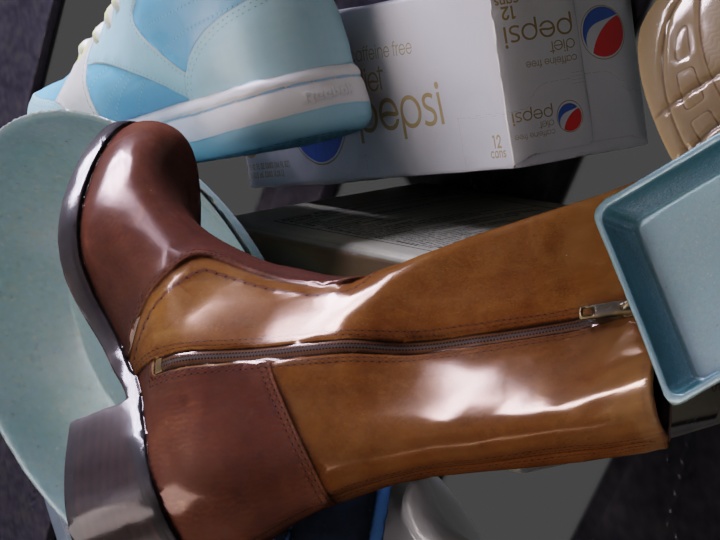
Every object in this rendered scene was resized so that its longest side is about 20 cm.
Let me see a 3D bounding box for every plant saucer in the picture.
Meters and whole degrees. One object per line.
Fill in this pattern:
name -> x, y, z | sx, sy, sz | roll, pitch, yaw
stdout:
plant saucer -> 0.161, -0.035, 0.758 | 0.200, 0.019, 0.070 | -32, 63, 27
plant saucer -> -0.081, 0.028, 1.028 | 0.201, 0.039, 0.201 | 23, 126, 36

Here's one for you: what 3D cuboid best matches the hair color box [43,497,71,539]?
hair color box -> -0.065, 0.065, 1.180 | 0.200, 0.099, 0.061 | -42, 63, 55

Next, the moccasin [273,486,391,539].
moccasin -> -0.032, 0.109, 0.892 | 0.081, 0.068, 0.200 | 111, 172, -64

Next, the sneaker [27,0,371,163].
sneaker -> -0.075, -0.107, 1.041 | 0.200, 0.079, 0.131 | -5, 97, 50

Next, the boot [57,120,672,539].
boot -> 0.000, 0.000, 0.866 | 0.189, 0.200, 0.069 | -91, -23, -46

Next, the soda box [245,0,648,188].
soda box -> 0.024, -0.072, 1.022 | 0.200, 0.064, 0.068 | -1, 99, 60

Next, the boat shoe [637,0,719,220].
boat shoe -> 0.157, -0.016, 0.815 | 0.200, 0.072, 0.065 | 51, -176, 34

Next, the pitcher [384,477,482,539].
pitcher -> 0.023, 0.140, 1.056 | 0.200, 0.121, 0.172 | 52, 130, 21

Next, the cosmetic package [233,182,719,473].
cosmetic package -> 0.040, 0.016, 0.987 | 0.200, 0.105, 0.071 | 13, 111, 59
